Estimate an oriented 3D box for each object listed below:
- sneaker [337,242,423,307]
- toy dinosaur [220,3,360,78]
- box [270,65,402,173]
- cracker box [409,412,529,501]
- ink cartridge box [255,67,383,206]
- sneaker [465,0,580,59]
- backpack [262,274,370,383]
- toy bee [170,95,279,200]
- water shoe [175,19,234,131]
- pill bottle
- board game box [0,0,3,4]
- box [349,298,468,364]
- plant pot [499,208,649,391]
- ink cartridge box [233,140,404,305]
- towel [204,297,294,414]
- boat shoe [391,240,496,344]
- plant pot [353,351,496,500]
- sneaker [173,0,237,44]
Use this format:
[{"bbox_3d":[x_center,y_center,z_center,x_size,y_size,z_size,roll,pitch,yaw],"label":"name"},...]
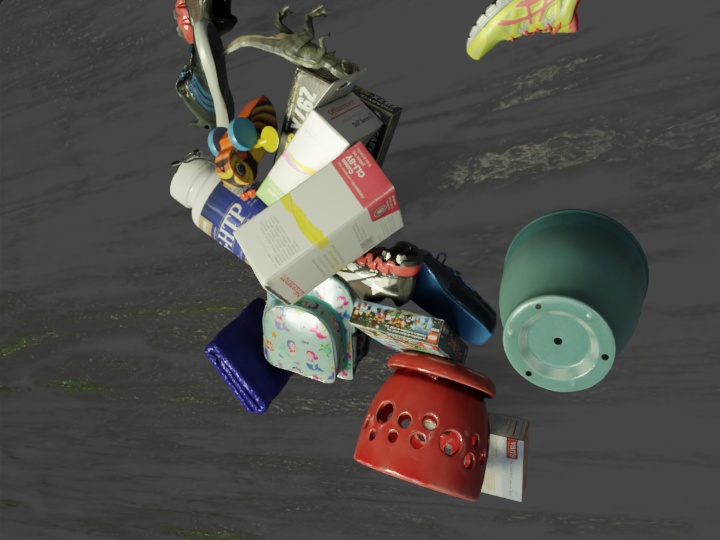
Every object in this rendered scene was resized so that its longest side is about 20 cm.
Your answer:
[{"bbox_3d":[0.000,0.000,0.919,0.197,0.071,0.100,15,115,29],"label":"sneaker"},{"bbox_3d":[-0.090,-0.321,0.850,0.196,0.047,0.090,13,81,3],"label":"toy dinosaur"},{"bbox_3d":[-0.044,-0.181,0.922,0.158,0.049,0.202,30,125,11],"label":"box"},{"bbox_3d":[0.188,0.308,1.066,0.196,0.058,0.136,8,119,24],"label":"cracker box"},{"bbox_3d":[-0.045,-0.165,0.828,0.067,0.117,0.200,43,127,0],"label":"ink cartridge box"},{"bbox_3d":[0.210,-0.303,0.714,0.199,0.078,0.091,-33,101,35],"label":"sneaker"},{"bbox_3d":[-0.074,0.073,1.019,0.175,0.150,0.204,14,117,20],"label":"backpack"},{"bbox_3d":[-0.182,-0.165,0.912,0.130,0.200,0.110,11,138,56],"label":"toy bee"},{"bbox_3d":[-0.235,-0.273,0.900,0.077,0.073,0.201,1,150,-2],"label":"water shoe"},{"bbox_3d":[-0.203,-0.100,0.999,0.198,0.120,0.121,35,126,5],"label":"pill bottle"},{"bbox_3d":[-0.632,-0.566,0.997,0.164,0.057,0.202,-25,103,32],"label":"board game box"},{"bbox_3d":[0.079,0.099,0.933,0.134,0.200,0.038,13,78,24],"label":"box"},{"bbox_3d":[0.270,0.048,0.805,0.196,0.188,0.204,11,120,20],"label":"plant pot"},{"bbox_3d":[-0.049,-0.055,0.806,0.199,0.145,0.084,-36,74,-2],"label":"ink cartridge box"},{"bbox_3d":[-0.181,0.147,1.072,0.049,0.200,0.148,-36,97,24],"label":"towel"},{"bbox_3d":[0.124,0.030,0.944,0.200,0.069,0.084,47,134,-2],"label":"boat shoe"},{"bbox_3d":[0.105,0.230,0.941,0.197,0.200,0.186,12,78,19],"label":"plant pot"},{"bbox_3d":[-0.223,-0.423,0.856,0.096,0.071,0.204,4,120,24],"label":"sneaker"}]
